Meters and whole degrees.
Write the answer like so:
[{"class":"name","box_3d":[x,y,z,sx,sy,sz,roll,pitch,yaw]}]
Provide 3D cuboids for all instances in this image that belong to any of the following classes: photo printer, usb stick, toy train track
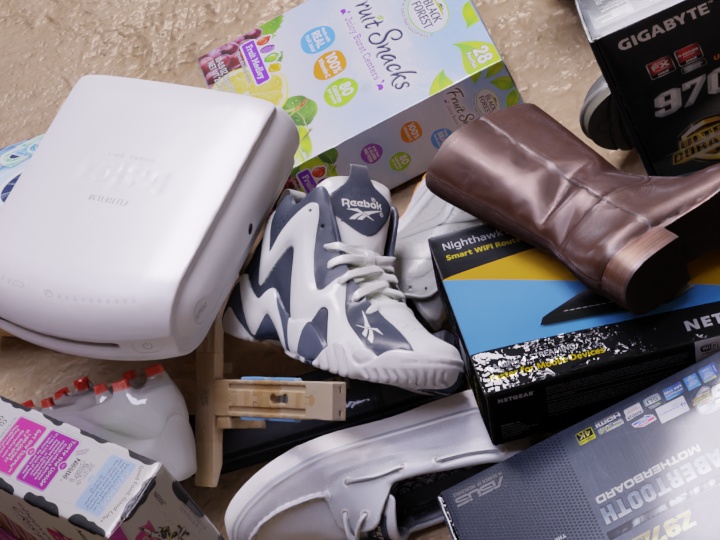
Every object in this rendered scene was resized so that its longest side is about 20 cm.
[{"class":"photo printer","box_3d":[-0.150,-0.031,1.662,0.166,0.069,0.200,11,55,25]},{"class":"usb stick","box_3d":[-0.025,0.088,1.675,0.200,0.033,0.056,-18,52,15]},{"class":"toy train track","box_3d":[-0.063,0.081,1.622,0.200,0.032,0.115,-2,87,55]}]

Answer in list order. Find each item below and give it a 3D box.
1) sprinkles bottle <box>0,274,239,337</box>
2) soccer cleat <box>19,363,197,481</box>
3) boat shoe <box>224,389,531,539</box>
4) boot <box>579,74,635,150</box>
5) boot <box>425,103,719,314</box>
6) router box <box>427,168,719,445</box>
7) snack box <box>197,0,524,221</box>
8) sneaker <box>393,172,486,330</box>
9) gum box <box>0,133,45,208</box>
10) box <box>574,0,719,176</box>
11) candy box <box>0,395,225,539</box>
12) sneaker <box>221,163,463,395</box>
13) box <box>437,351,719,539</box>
[{"class":"sprinkles bottle","box_3d":[-0.185,0.014,1.806,0.200,0.068,0.068,-2,50,28]},{"class":"soccer cleat","box_3d":[-0.173,0.111,1.693,0.069,0.078,0.200,-23,5,-32]},{"class":"boat shoe","box_3d":[0.014,0.141,1.588,0.200,0.072,0.069,-18,41,0]},{"class":"boot","box_3d":[0.180,-0.181,1.781,0.182,0.073,0.200,-29,48,-18]},{"class":"boot","box_3d":[0.162,-0.067,1.609,0.186,0.064,0.200,-30,40,-25]},{"class":"router box","box_3d":[0.156,0.019,1.592,0.200,0.051,0.149,-14,43,-5]},{"class":"snack box","box_3d":[-0.001,-0.132,1.839,0.200,0.068,0.169,-27,43,2]},{"class":"sneaker","box_3d":[0.056,-0.009,1.701,0.200,0.076,0.092,-34,50,8]},{"class":"gum box","box_3d":[-0.179,-0.058,1.819,0.170,0.045,0.200,-20,24,-7]},{"class":"box","box_3d":[0.256,-0.148,1.644,0.200,0.159,0.046,-23,45,7]},{"class":"candy box","box_3d":[-0.180,0.153,1.628,0.200,0.136,0.061,17,63,39]},{"class":"sneaker","box_3d":[0.000,0.000,1.622,0.199,0.079,0.130,17,93,53]},{"class":"box","box_3d":[0.161,0.154,1.499,0.200,0.051,0.158,-27,45,6]}]
